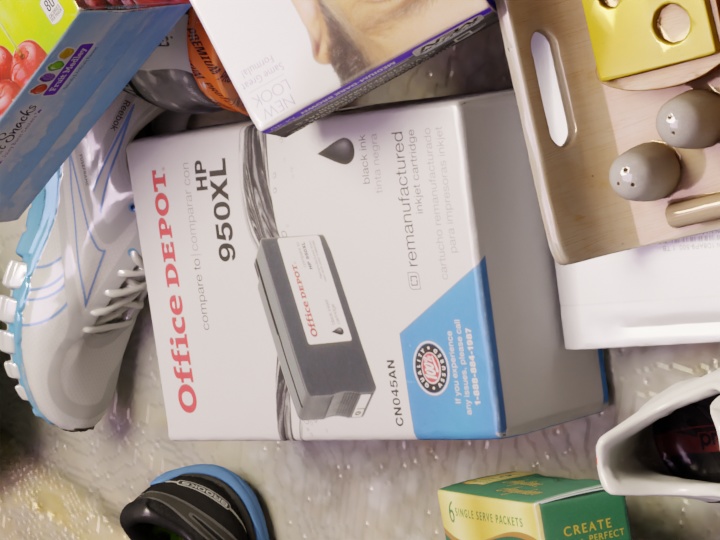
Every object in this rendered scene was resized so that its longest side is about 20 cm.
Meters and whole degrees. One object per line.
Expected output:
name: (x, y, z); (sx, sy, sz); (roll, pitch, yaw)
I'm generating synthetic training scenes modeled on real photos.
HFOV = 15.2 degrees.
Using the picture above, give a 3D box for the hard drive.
hard drive: (0.133, -0.071, 1.099); (0.132, 0.027, 0.200); (-4, 95, 35)

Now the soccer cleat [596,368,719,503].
soccer cleat: (0.182, 0.060, 1.048); (0.200, 0.085, 0.069); (-13, 89, 42)

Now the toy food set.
toy food set: (0.148, -0.090, 1.032); (0.200, 0.060, 0.144); (-12, 91, 32)

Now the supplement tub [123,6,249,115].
supplement tub: (-0.104, -0.146, 1.234); (0.200, 0.123, 0.123); (26, 114, 36)

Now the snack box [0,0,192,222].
snack box: (-0.177, -0.144, 1.166); (0.169, 0.068, 0.200); (-46, 64, 41)

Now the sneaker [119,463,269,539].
sneaker: (-0.070, 0.194, 1.293); (0.071, 0.083, 0.200); (-21, 84, 41)

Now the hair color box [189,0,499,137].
hair color box: (-0.036, -0.167, 1.104); (0.109, 0.065, 0.200); (-28, 88, 8)

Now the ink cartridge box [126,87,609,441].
ink cartridge box: (0.000, 0.000, 1.196); (0.200, 0.084, 0.145); (-4, 95, 42)

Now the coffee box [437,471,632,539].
coffee box: (0.086, 0.188, 1.149); (0.123, 0.044, 0.200); (179, 81, -72)

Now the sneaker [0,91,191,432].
sneaker: (-0.119, -0.011, 1.308); (0.087, 0.075, 0.200); (18, 110, 31)
